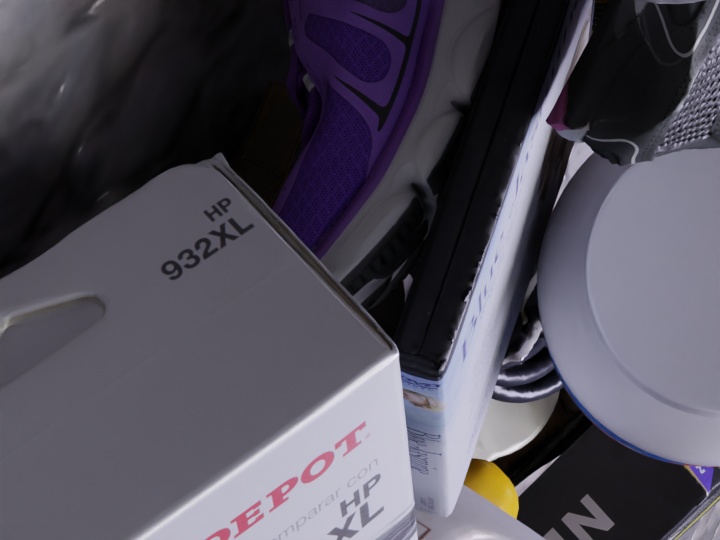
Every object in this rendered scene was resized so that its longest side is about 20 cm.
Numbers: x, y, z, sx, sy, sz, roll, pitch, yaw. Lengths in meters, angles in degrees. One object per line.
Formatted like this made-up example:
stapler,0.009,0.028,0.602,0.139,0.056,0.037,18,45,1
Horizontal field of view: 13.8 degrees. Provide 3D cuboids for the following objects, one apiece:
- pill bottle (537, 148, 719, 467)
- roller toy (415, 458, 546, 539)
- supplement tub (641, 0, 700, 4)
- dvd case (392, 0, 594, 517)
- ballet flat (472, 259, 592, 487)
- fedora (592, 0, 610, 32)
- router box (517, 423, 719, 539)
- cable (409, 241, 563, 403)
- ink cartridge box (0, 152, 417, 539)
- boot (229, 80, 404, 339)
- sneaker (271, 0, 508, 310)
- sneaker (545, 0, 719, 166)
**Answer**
pill bottle,0.111,0.007,0.940,0.200,0.112,0.113,32,81,-84
roller toy,-0.006,0.151,0.987,0.200,0.140,0.182,-56,166,-1
supplement tub,0.038,-0.138,0.687,0.123,0.199,0.123,-52,155,-36
dvd case,0.040,-0.015,0.855,0.200,0.017,0.143,81,28,-75
ballet flat,0.071,0.042,1.163,0.068,0.068,0.200,-38,-172,47
fedora,0.099,-0.151,0.964,0.082,0.200,0.201,-111,-151,-57
router box,0.084,0.114,1.203,0.200,0.052,0.157,-47,170,25
cable,0.081,-0.053,1.077,0.163,0.051,0.201,39,65,-52
ink cartridge box,-0.062,0.088,0.789,0.145,0.084,0.200,-35,150,-18
boot,0.000,0.000,0.935,0.097,0.075,0.200,-66,159,6
sneaker,0.003,-0.076,0.834,0.081,0.083,0.201,79,28,-77
sneaker,0.128,-0.064,0.814,0.200,0.086,0.081,-28,148,-54
